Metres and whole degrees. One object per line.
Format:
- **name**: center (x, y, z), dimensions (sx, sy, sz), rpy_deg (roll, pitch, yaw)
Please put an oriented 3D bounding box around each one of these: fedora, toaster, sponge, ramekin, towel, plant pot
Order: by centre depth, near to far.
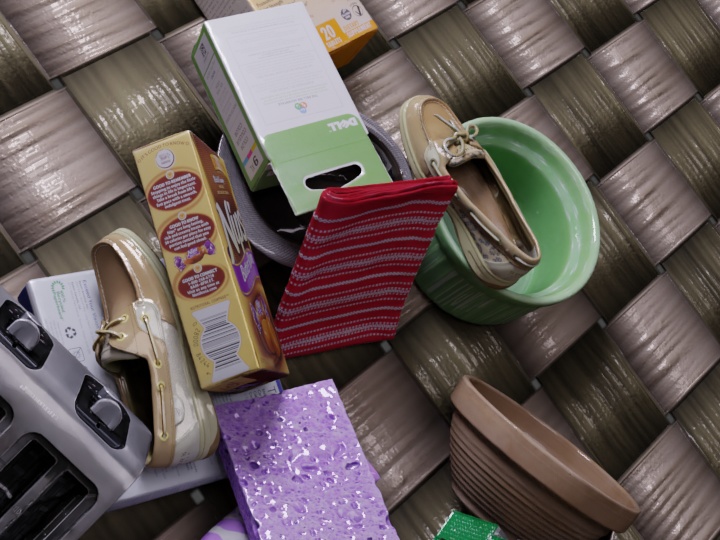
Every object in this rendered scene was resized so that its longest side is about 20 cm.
- **toaster**: center (-0.277, 0.132, 0.942), dimensions (0.200, 0.119, 0.181), rpy_deg (-44, 101, -3)
- **sponge**: center (-0.042, 0.182, 1.048), dimensions (0.111, 0.030, 0.201), rpy_deg (-9, 52, -22)
- **towel**: center (0.000, 0.000, 1.160), dimensions (0.144, 0.201, 0.023), rpy_deg (-9, 47, -34)
- **plant pot**: center (0.149, 0.191, 1.193), dimensions (0.200, 0.201, 0.093), rpy_deg (35, 96, -12)
- **fedora**: center (-0.050, -0.068, 1.222), dimensions (0.198, 0.090, 0.178), rpy_deg (-12, 73, -26)
- **ramekin**: center (0.134, -0.043, 1.315), dimensions (0.198, 0.098, 0.202), rpy_deg (13, 62, -25)

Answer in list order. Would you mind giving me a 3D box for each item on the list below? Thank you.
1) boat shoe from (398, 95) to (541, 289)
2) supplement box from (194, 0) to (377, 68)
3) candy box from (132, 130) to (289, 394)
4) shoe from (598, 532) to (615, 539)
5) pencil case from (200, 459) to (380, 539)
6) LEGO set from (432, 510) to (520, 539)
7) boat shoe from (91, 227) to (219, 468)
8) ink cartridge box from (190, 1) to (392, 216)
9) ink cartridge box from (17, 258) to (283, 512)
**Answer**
- **boat shoe**: center (0.106, -0.083, 1.215), dimensions (0.073, 0.063, 0.201), rpy_deg (-27, 83, -35)
- **supplement box**: center (-0.093, -0.285, 1.310), dimensions (0.126, 0.073, 0.201), rpy_deg (-34, 87, -37)
- **candy box**: center (-0.121, -0.003, 1.072), dimensions (0.056, 0.117, 0.202), rpy_deg (-20, 82, 5)
- **shoe**: center (0.190, 0.287, 1.221), dimensions (0.070, 0.053, 0.200), rpy_deg (41, 54, -7)
- **pencil case**: center (-0.075, 0.226, 1.076), dimensions (0.084, 0.085, 0.200), rpy_deg (50, 52, 1)
- **LEGO set**: center (0.121, 0.300, 1.101), dimensions (0.116, 0.199, 0.154), rpy_deg (53, 55, -29)
- **boat shoe**: center (-0.177, 0.062, 1.047), dimensions (0.066, 0.074, 0.201), rpy_deg (-15, 76, -40)
- **ink cartridge box**: center (-0.063, -0.134, 1.157), dimensions (0.103, 0.059, 0.201), rpy_deg (-17, 71, -28)
- **ink cartridge box**: center (-0.170, 0.089, 1.111), dimensions (0.199, 0.041, 0.201), rpy_deg (-10, 73, -34)
